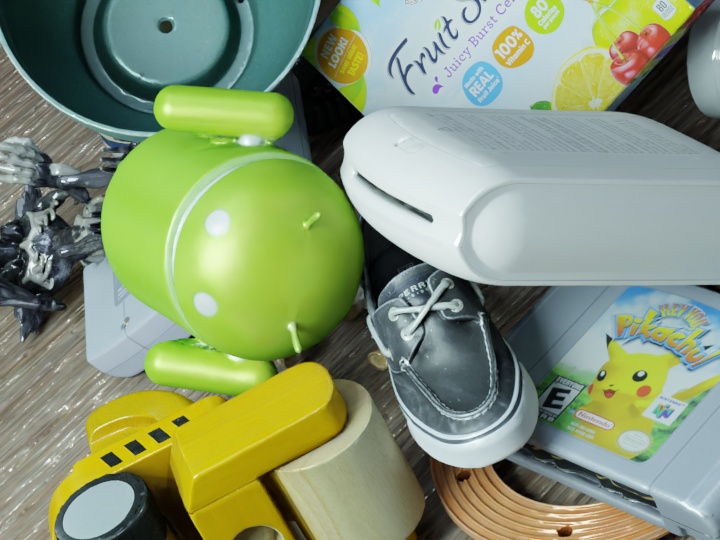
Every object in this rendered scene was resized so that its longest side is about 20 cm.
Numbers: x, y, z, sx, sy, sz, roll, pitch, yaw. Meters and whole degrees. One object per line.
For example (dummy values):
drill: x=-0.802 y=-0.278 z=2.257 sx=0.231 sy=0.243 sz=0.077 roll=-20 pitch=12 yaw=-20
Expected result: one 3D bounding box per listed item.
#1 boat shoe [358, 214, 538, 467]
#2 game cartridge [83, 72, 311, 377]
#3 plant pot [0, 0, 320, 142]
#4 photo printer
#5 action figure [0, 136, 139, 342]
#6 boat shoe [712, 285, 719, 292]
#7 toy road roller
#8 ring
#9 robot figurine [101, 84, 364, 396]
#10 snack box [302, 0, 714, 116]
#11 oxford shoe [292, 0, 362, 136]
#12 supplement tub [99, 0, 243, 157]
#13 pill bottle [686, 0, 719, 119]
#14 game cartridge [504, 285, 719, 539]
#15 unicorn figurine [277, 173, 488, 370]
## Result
boat shoe: x=0.039 y=0.028 z=1.319 sx=0.072 sy=0.068 sz=0.200 roll=-26 pitch=36 yaw=4
game cartridge: x=-0.103 y=-0.025 z=1.538 sx=0.200 sy=0.040 sz=0.133 roll=-43 pitch=28 yaw=25
plant pot: x=-0.124 y=-0.165 z=1.501 sx=0.200 sy=0.134 sz=0.200 roll=0 pitch=80 yaw=-2
photo printer: x=0.096 y=-0.042 z=1.313 sx=0.200 sy=0.069 sz=0.166 roll=0 pitch=18 yaw=-26
action figure: x=-0.208 y=-0.028 z=1.565 sx=0.200 sy=0.102 sz=0.119 roll=-23 pitch=56 yaw=46
boat shoe: x=0.202 y=-0.036 z=1.398 sx=0.072 sy=0.076 sz=0.200 roll=-39 pitch=40 yaw=-16
toy road roller: x=-0.078 y=0.119 z=1.348 sx=0.200 sy=0.123 sz=0.146 roll=-27 pitch=34 yaw=1
ring: x=0.135 y=0.086 z=1.346 sx=0.200 sy=0.019 sz=0.200 roll=-16 pitch=38 yaw=13
robot figurine: x=-0.073 y=-0.018 z=1.368 sx=0.116 sy=0.176 sz=0.200 roll=-2 pitch=15 yaw=-29
snack box: x=0.088 y=-0.150 z=1.455 sx=0.200 sy=0.169 sz=0.068 roll=-48 pitch=-6 yaw=29
oxford shoe: x=-0.006 y=-0.162 z=1.684 sx=0.084 sy=0.073 sz=0.200 roll=-1 pitch=40 yaw=52
supplement tub: x=-0.149 y=-0.185 z=1.665 sx=0.145 sy=0.200 sz=0.145 roll=-19 pitch=33 yaw=13
pill bottle: x=0.298 y=-0.122 z=1.412 sx=0.200 sy=0.112 sz=0.112 roll=8 pitch=50 yaw=36
game cartridge: x=0.155 y=0.065 z=1.304 sx=0.200 sy=0.040 sz=0.133 roll=21 pitch=54 yaw=44
unicorn figurine: x=0.000 y=0.000 z=1.489 sx=0.200 sy=0.074 sz=0.137 roll=16 pitch=44 yaw=30
